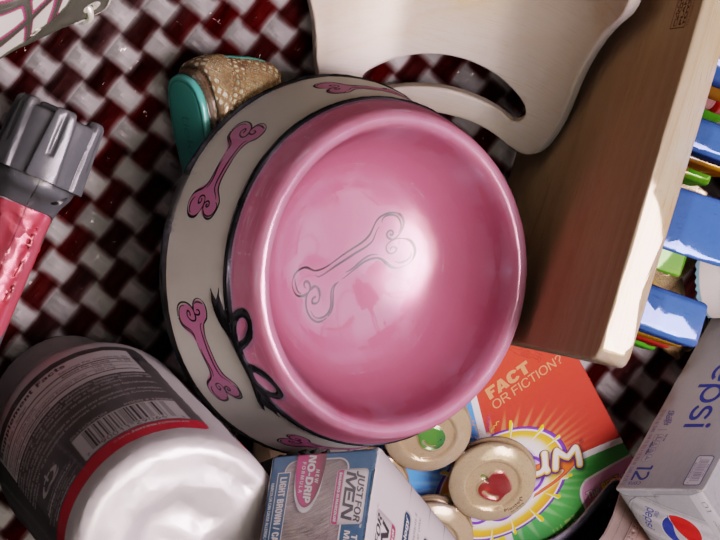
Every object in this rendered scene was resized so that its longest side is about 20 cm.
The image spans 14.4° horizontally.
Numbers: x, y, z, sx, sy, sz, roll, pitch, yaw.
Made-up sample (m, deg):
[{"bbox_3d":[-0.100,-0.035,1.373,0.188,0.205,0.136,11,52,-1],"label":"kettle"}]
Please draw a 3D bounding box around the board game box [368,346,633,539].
[{"bbox_3d":[0.077,0.123,1.631,0.153,0.040,0.201,-35,118,-9],"label":"board game box"}]

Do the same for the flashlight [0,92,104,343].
[{"bbox_3d":[-0.188,0.011,1.435,0.068,0.067,0.201,23,90,-60],"label":"flashlight"}]

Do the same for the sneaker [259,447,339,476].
[{"bbox_3d":[-0.011,0.176,1.488,0.079,0.096,0.201,-19,134,2],"label":"sneaker"}]

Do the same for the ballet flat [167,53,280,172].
[{"bbox_3d":[-0.056,-0.020,1.509,0.065,0.070,0.201,-17,117,-29],"label":"ballet flat"}]

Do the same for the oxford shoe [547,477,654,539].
[{"bbox_3d":[0.093,0.198,1.609,0.200,0.071,0.073,-41,110,-15],"label":"oxford shoe"}]

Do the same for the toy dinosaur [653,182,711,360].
[{"bbox_3d":[0.147,-0.017,1.605,0.200,0.058,0.101,34,93,-29],"label":"toy dinosaur"}]

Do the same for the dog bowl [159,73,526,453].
[{"bbox_3d":[0.000,0.000,1.460,0.199,0.074,0.202,-3,95,-32],"label":"dog bowl"}]

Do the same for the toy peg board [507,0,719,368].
[{"bbox_3d":[0.157,-0.043,1.491,0.097,0.199,0.201,17,87,-17],"label":"toy peg board"}]

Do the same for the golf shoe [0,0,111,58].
[{"bbox_3d":[-0.170,-0.137,1.413,0.088,0.077,0.200,37,91,-37],"label":"golf shoe"}]

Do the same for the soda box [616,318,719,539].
[{"bbox_3d":[0.225,0.074,1.618,0.068,0.063,0.200,55,52,-29],"label":"soda box"}]

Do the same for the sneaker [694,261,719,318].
[{"bbox_3d":[0.259,-0.058,1.604,0.076,0.080,0.201,38,70,-59],"label":"sneaker"}]

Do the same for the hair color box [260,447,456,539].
[{"bbox_3d":[0.015,0.177,1.409,0.200,0.060,0.101,53,38,-51],"label":"hair color box"}]

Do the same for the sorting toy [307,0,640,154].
[{"bbox_3d":[0.051,-0.149,1.489,0.199,0.107,0.181,12,121,5],"label":"sorting toy"}]

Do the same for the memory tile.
[{"bbox_3d":[-0.014,0.138,1.570,0.153,0.017,0.200,38,107,-23],"label":"memory tile"}]

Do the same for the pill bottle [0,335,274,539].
[{"bbox_3d":[-0.123,0.102,1.443,0.110,0.200,0.111,-8,110,-21],"label":"pill bottle"}]
